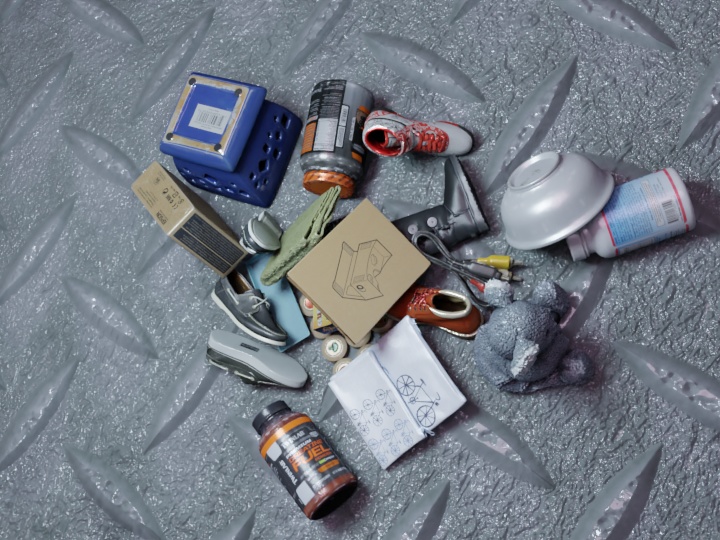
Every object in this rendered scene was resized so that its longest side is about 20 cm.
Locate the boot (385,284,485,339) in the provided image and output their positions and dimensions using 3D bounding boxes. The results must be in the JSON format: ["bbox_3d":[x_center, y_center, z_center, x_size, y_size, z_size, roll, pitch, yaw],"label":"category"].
[{"bbox_3d":[0.110,0.053,1.498,0.200,0.107,0.075,13,74,23],"label":"boot"}]

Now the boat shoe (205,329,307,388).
[{"bbox_3d":[-0.190,0.174,1.592,0.200,0.071,0.064,24,115,15],"label":"boat shoe"}]

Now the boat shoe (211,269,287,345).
[{"bbox_3d":[-0.200,0.068,1.600,0.200,0.072,0.068,40,109,34],"label":"boat shoe"}]

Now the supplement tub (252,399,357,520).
[{"bbox_3d":[-0.102,0.318,1.491,0.107,0.107,0.200,-43,66,2],"label":"supplement tub"}]

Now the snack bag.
[{"bbox_3d":[0.062,0.207,1.485,0.200,0.021,0.189,-40,70,19],"label":"snack bag"}]

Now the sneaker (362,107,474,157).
[{"bbox_3d":[0.101,-0.230,1.565,0.201,0.108,0.067,16,123,3],"label":"sneaker"}]

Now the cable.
[{"bbox_3d":[0.177,-0.002,1.516,0.200,0.050,0.097,20,97,15],"label":"cable"}]

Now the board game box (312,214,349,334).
[{"bbox_3d":[-0.026,0.001,1.558,0.135,0.035,0.200,-19,61,35],"label":"board game box"}]

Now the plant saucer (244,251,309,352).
[{"bbox_3d":[-0.153,0.052,1.632,0.070,0.019,0.200,-32,65,16],"label":"plant saucer"}]

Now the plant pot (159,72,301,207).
[{"bbox_3d":[-0.256,-0.260,1.678,0.200,0.180,0.200,17,79,23],"label":"plant pot"}]

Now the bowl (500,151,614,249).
[{"bbox_3d":[0.306,-0.133,1.438,0.201,0.201,0.090,-36,111,5],"label":"bowl"}]

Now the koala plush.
[{"bbox_3d":[0.254,0.106,1.384,0.184,0.200,0.178,-20,69,12],"label":"koala plush"}]

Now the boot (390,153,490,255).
[{"bbox_3d":[0.113,-0.102,1.574,0.200,0.066,0.165,-25,66,15],"label":"boot"}]

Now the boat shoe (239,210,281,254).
[{"bbox_3d":[-0.187,-0.058,1.597,0.060,0.200,0.076,-40,94,9],"label":"boat shoe"}]

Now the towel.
[{"bbox_3d":[-0.106,-0.057,1.560,0.036,0.200,0.148,37,48,-13],"label":"towel"}]

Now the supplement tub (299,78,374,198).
[{"bbox_3d":[-0.045,-0.244,1.632,0.122,0.123,0.200,4,76,20],"label":"supplement tub"}]

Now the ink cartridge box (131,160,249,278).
[{"bbox_3d":[-0.318,-0.095,1.626,0.075,0.165,0.200,-46,45,0],"label":"ink cartridge box"}]

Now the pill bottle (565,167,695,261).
[{"bbox_3d":[0.433,-0.086,1.432,0.200,0.109,0.109,-19,69,12],"label":"pill bottle"}]

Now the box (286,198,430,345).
[{"bbox_3d":[0.000,0.000,1.470,0.163,0.021,0.200,45,68,0],"label":"box"}]

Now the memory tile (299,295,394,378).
[{"bbox_3d":[-0.016,0.094,1.579,0.153,0.017,0.200,-31,66,7],"label":"memory tile"}]
